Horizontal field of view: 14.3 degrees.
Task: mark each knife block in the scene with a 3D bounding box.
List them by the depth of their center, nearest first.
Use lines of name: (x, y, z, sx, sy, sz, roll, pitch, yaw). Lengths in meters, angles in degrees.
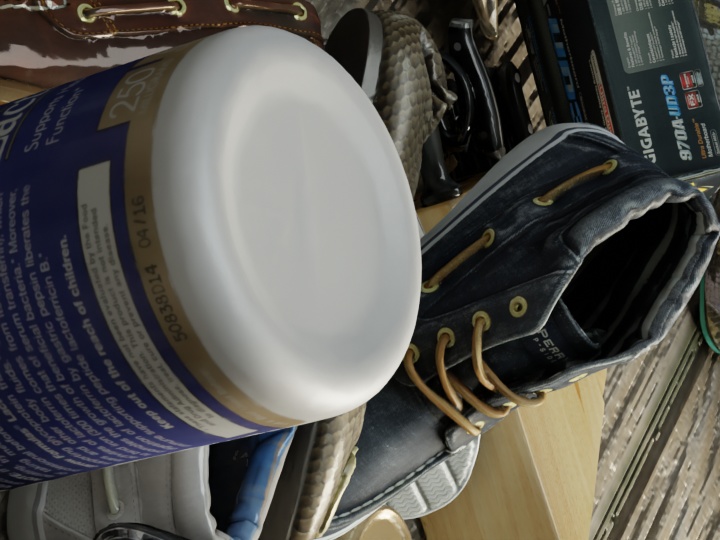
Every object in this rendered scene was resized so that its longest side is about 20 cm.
knife block: (0.030, 0.003, 1.161, 0.175, 0.064, 0.201, 39, 49, -40)

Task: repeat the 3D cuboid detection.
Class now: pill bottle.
pill bottle: (-0.091, 0.005, 0.867, 0.116, 0.200, 0.116, 27, 56, -49)

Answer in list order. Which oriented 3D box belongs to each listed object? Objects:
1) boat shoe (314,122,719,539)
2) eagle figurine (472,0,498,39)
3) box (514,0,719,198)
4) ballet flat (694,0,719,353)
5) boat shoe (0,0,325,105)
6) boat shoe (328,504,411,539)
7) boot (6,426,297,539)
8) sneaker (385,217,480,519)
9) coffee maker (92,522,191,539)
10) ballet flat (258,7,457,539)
boat shoe: (0.040, 0.029, 1.042, 0.200, 0.091, 0.071, -47, 117, -5)
eagle figurine: (-0.052, -0.168, 1.076, 0.199, 0.151, 0.152, 0, 32, -21)
box: (0.102, -0.115, 1.229, 0.159, 0.046, 0.201, 111, -34, -79)
ballet flat: (0.202, -0.055, 1.421, 0.072, 0.072, 0.201, 21, 61, -50)
boat shoe: (-0.099, -0.071, 0.966, 0.200, 0.070, 0.071, 7, 76, -34)
boat shoe: (-0.001, 0.170, 1.054, 0.072, 0.065, 0.200, 44, 45, -38)
boot: (-0.056, 0.021, 1.003, 0.074, 0.095, 0.201, 39, 49, -41)
sneaker: (0.000, 0.000, 1.115, 0.071, 0.073, 0.201, -107, -178, -65)
coffee maker: (-0.046, 0.195, 0.873, 0.200, 0.192, 0.135, -61, 143, -43)
ballet flat: (-0.002, 0.006, 1.018, 0.046, 0.067, 0.201, 16, 77, -26)
